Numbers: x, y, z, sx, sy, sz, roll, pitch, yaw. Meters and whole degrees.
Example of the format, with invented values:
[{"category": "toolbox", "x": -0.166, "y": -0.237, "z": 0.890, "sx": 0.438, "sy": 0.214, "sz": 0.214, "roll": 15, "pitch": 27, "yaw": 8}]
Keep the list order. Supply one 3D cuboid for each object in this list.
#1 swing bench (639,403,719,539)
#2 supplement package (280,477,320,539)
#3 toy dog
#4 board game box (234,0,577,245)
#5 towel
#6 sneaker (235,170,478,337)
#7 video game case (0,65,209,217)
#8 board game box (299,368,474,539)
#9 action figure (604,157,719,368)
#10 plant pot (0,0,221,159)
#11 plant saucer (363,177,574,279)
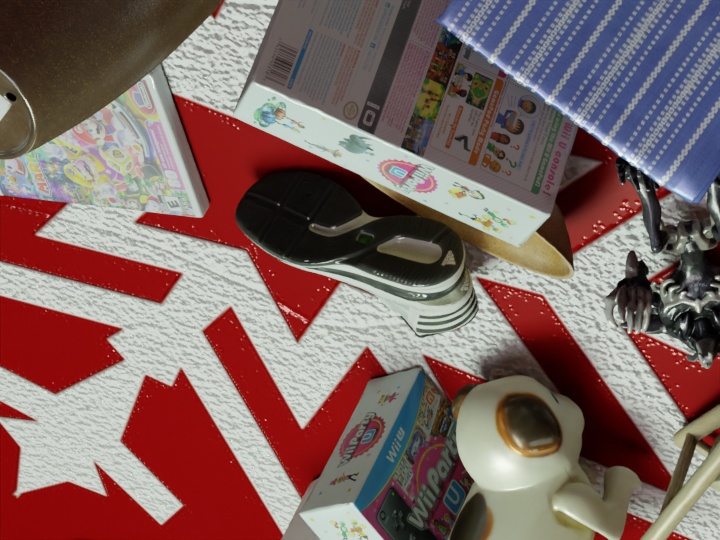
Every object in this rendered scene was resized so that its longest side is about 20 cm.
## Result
[{"category": "swing bench", "x": 0.340, "y": 0.161, "z": 1.423, "sx": 0.198, "sy": 0.130, "sz": 0.200, "roll": 33, "pitch": 135, "yaw": -4}, {"category": "supplement package", "x": 0.036, "y": 0.272, "z": 1.724, "sx": 0.200, "sy": 0.122, "sz": 0.119, "roll": 42, "pitch": 139, "yaw": -15}, {"category": "toy dog", "x": 0.120, "y": 0.181, "z": 1.546, "sx": 0.192, "sy": 0.202, "sz": 0.139, "roll": -1, "pitch": -174, "yaw": -16}, {"category": "board game box", "x": 0.040, "y": -0.125, "z": 1.239, "sx": 0.198, "sy": 0.149, "sz": 0.064, "roll": 24, "pitch": 156, "yaw": -7}, {"category": "towel", "x": 0.166, "y": -0.152, "z": 1.205, "sx": 0.199, "sy": 0.145, "sz": 0.024, "roll": 35, "pitch": -175, "yaw": -6}, {"category": "sneaker", "x": 0.000, "y": 0.000, "z": 1.495, "sx": 0.199, "sy": 0.076, "sz": 0.116, "roll": 20, "pitch": 155, "yaw": 30}, {"category": "video game case", "x": -0.225, "y": -0.108, "z": 1.559, "sx": 0.198, "sy": 0.018, "sz": 0.144, "roll": 7, "pitch": 136, "yaw": 25}, {"category": "board game box", "x": 0.056, "y": 0.204, "z": 1.620, "sx": 0.064, "sy": 0.148, "sz": 0.200, "roll": -16, "pitch": 124, "yaw": 42}, {"category": "action figure", "x": 0.223, "y": 0.008, "z": 1.349, "sx": 0.118, "sy": 0.103, "sz": 0.201, "roll": -4, "pitch": 130, "yaw": 19}, {"category": "plant pot", "x": -0.212, "y": -0.174, "z": 1.338, "sx": 0.185, "sy": 0.201, "sz": 0.188, "roll": 17, "pitch": 140, "yaw": 15}, {"category": "plant saucer", "x": 0.067, "y": -0.059, "z": 1.367, "sx": 0.199, "sy": 0.036, "sz": 0.200, "roll": 30, "pitch": 174, "yaw": 4}]
